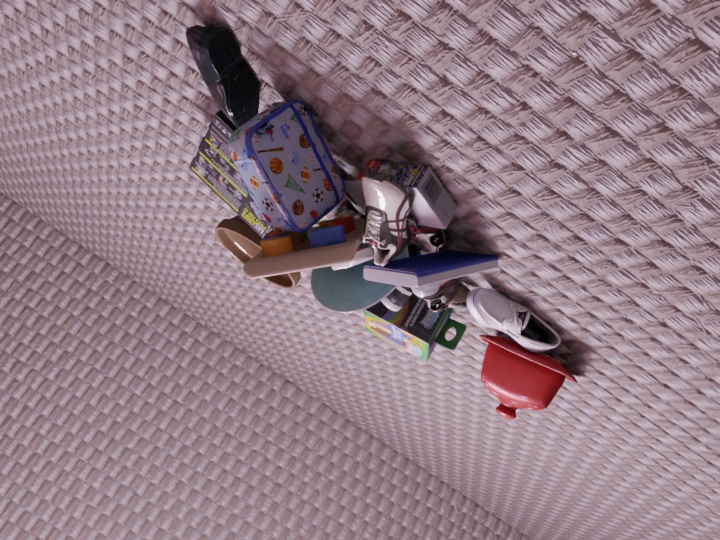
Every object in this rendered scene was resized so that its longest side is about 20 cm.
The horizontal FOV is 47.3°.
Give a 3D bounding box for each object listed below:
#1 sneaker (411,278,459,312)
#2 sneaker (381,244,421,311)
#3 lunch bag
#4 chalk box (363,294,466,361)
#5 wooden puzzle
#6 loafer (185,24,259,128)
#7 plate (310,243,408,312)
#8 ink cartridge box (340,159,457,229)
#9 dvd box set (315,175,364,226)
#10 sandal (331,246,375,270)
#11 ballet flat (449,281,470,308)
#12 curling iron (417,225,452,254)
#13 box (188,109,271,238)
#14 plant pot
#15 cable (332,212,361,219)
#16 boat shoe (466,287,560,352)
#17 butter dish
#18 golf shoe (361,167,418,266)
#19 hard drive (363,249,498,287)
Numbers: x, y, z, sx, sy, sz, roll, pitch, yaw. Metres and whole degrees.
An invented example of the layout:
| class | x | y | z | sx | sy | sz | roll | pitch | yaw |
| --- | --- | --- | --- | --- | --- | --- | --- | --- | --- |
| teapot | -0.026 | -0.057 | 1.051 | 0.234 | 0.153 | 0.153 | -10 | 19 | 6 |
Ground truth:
| class | x | y | z | sx | sy | sz | roll | pitch | yaw |
| --- | --- | --- | --- | --- | --- | --- | --- | --- | --- |
| sneaker | 0.143 | 0.038 | 1.473 | 0.076 | 0.083 | 0.200 | 1 | -171 | 21 |
| sneaker | 0.057 | -0.030 | 1.599 | 0.073 | 0.112 | 0.201 | 14 | -142 | -54 |
| lunch bag | -0.113 | -0.172 | 1.325 | 0.075 | 0.160 | 0.201 | -1 | 122 | 48 |
| chalk box | 0.121 | 0.100 | 1.724 | 0.199 | 0.125 | 0.124 | 29 | 161 | 12 |
| wooden puzzle | -0.086 | -0.050 | 1.353 | 0.184 | 0.200 | 0.047 | -9 | 107 | 10 |
| loafer | -0.218 | -0.312 | 1.322 | 0.072 | 0.073 | 0.201 | 30 | 153 | 31 |
| plate | 0.000 | 0.000 | 1.540 | 0.199 | 0.201 | 0.026 | 17 | 153 | 36 |
| ink cartridge box | 0.053 | -0.131 | 1.370 | 0.199 | 0.051 | 0.109 | 14 | 155 | 44 |
| dvd box set | -0.080 | -0.116 | 1.549 | 0.199 | 0.030 | 0.146 | -13 | 131 | 42 |
| sandal | -0.011 | -0.036 | 1.452 | 0.203 | 0.082 | 0.050 | 176 | 74 | -79 |
| ballet flat | 0.126 | 0.017 | 1.611 | 0.199 | 0.068 | 0.076 | 21 | 150 | 37 |
| curling iron | 0.085 | -0.066 | 1.499 | 0.199 | 0.025 | 0.050 | 13 | 116 | 42 |
| box | -0.211 | -0.179 | 1.517 | 0.200 | 0.044 | 0.160 | 43 | 137 | 2 |
| plant pot | -0.191 | -0.058 | 1.676 | 0.200 | 0.093 | 0.201 | 30 | 161 | 11 |
| cable | -0.047 | -0.073 | 1.539 | 0.097 | 0.051 | 0.199 | 10 | 171 | -35 |
| boat shoe | 0.290 | 0.088 | 1.537 | 0.199 | 0.074 | 0.065 | 27 | 160 | -21 |
| butter dish | 0.318 | 0.227 | 1.655 | 0.198 | 0.149 | 0.200 | 24 | 179 | 21 |
| golf shoe | 0.039 | -0.082 | 1.303 | 0.077 | 0.088 | 0.200 | 23 | 158 | 28 |
| hard drive | 0.122 | -0.006 | 1.410 | 0.199 | 0.026 | 0.131 | -12 | -167 | -40 |
